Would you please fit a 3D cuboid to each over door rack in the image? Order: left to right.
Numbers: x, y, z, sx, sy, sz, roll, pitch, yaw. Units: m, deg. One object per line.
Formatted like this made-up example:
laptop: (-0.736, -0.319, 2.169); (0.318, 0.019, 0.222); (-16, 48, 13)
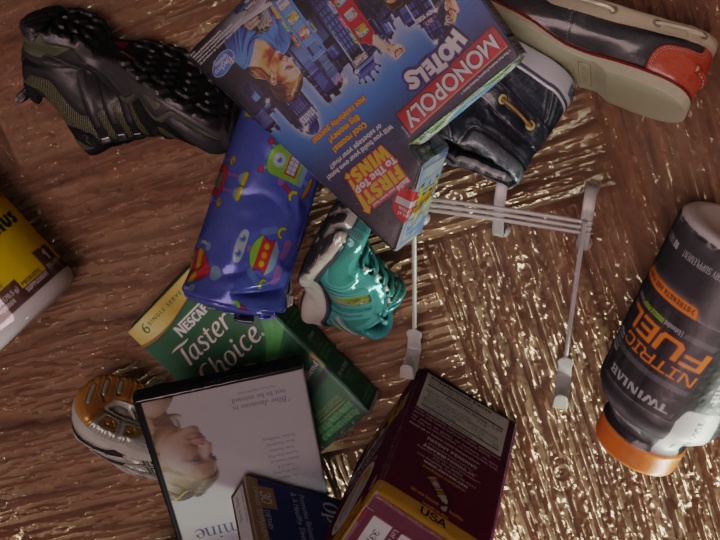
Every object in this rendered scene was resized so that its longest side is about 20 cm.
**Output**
over door rack: (0.107, 0.004, 0.912); (0.145, 0.067, 0.203); (9, 125, 12)

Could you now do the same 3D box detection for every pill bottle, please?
pill bottle: (-0.351, -0.031, 0.982); (0.109, 0.109, 0.200); (-38, 100, 24)
pill bottle: (0.251, 0.059, 0.871); (0.105, 0.106, 0.202); (22, 115, 4)

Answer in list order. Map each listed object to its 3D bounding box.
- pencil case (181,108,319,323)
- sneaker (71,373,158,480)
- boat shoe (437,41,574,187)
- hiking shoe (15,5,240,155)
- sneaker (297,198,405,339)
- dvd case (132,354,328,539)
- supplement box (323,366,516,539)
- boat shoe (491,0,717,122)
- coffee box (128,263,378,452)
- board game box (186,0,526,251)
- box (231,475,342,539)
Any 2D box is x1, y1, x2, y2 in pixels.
pencil case: (-0.071, -0.057, 0.880); (0.086, 0.078, 0.203); (18, 89, -13)
sneaker: (-0.174, 0.163, 1.050); (0.198, 0.076, 0.088); (31, 145, -9)
boat shoe: (0.052, -0.145, 0.829); (0.198, 0.071, 0.092); (30, 78, 7)
hiking shoe: (-0.188, -0.136, 0.929); (0.198, 0.076, 0.102); (28, 130, 6)
sneaker: (0.000, 0.000, 0.886); (0.079, 0.200, 0.078); (24, 71, 8)
dvd case: (-0.104, 0.167, 0.976); (0.140, 0.018, 0.202); (-12, 126, -5)
supplement box: (0.044, 0.193, 0.925); (0.102, 0.200, 0.132); (31, 116, 0)
boat shoe: (0.157, -0.174, 0.822); (0.198, 0.071, 0.063); (26, 79, 17)
coffee box: (-0.095, 0.080, 1.000); (0.123, 0.044, 0.200); (-40, 98, 25)
board game box: (0.013, -0.129, 0.777); (0.199, 0.062, 0.201); (-35, 90, 29)
box: (-0.010, 0.247, 0.967); (0.198, 0.122, 0.033); (21, 116, -28)
